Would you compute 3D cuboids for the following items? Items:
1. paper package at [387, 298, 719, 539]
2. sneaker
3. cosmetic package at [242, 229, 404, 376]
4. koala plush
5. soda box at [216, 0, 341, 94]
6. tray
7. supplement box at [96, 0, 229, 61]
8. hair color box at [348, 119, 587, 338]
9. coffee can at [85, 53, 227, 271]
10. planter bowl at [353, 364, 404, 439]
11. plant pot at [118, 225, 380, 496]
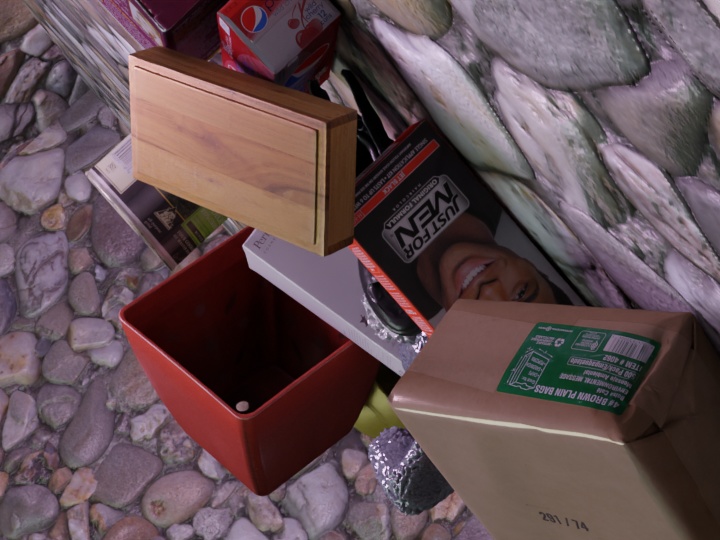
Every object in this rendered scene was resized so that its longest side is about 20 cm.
[{"bbox_3d":[0.149,0.115,0.993,0.199,0.104,0.191,5,143,45],"label":"paper package"},{"bbox_3d":[0.008,-0.050,1.193,0.104,0.059,0.202,22,-124,-71],"label":"sneaker"},{"bbox_3d":[0.000,0.000,1.421,0.199,0.113,0.081,34,169,7],"label":"cosmetic package"},{"bbox_3d":[0.095,0.084,1.278,0.176,0.185,0.200,11,-157,-24],"label":"koala plush"},{"bbox_3d":[-0.063,-0.170,1.154,0.063,0.070,0.200,46,173,1],"label":"soda box"},{"bbox_3d":[-0.089,-0.089,1.093,0.199,0.037,0.100,22,122,35],"label":"tray"},{"bbox_3d":[-0.155,-0.242,1.193,0.131,0.103,0.200,47,174,0],"label":"supplement box"},{"bbox_3d":[0.073,-0.002,1.119,0.200,0.101,0.061,48,173,-7],"label":"hair color box"},{"bbox_3d":[-0.185,-0.121,1.686,0.146,0.200,0.146,47,174,6],"label":"coffee can"},{"bbox_3d":[0.022,0.123,1.660,0.200,0.083,0.201,40,-156,-22],"label":"planter bowl"},{"bbox_3d":[-0.099,0.103,1.538,0.199,0.199,0.177,35,146,32],"label":"plant pot"}]
